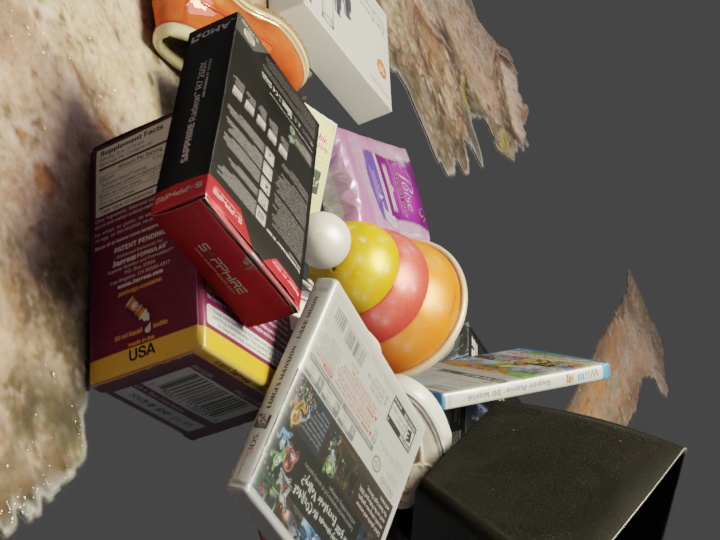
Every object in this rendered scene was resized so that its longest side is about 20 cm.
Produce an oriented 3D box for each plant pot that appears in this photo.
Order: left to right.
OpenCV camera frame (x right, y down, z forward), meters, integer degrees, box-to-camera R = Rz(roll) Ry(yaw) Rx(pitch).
[{"bbox_3d":[0.151,0.238,1.295,0.200,0.176,0.201,-41,147,-37],"label":"plant pot"}]

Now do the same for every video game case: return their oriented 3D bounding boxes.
[{"bbox_3d":[-0.019,0.139,1.097,0.201,0.023,0.183,60,43,-44],"label":"video game case"},{"bbox_3d":[0.119,0.103,1.402,0.198,0.143,0.018,-8,97,-31],"label":"video game case"}]

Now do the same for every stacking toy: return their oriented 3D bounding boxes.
[{"bbox_3d":[0.000,0.000,1.321,0.200,0.145,0.148,46,32,-51],"label":"stacking toy"}]

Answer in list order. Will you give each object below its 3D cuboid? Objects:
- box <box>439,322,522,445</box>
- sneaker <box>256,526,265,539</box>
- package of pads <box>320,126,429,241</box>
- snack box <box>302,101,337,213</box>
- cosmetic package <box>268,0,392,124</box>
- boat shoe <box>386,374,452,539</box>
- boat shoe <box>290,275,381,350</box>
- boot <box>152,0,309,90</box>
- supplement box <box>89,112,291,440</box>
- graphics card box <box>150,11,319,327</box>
[{"bbox_3d":[0.110,0.187,1.521,0.164,0.085,0.201,54,27,-34],"label":"box"},{"bbox_3d":[-0.012,0.165,1.221,0.074,0.086,0.201,61,33,-23],"label":"sneaker"},{"bbox_3d":[-0.003,-0.072,1.481,0.200,0.075,0.122,9,66,-66],"label":"package of pads"},{"bbox_3d":[-0.089,-0.105,1.297,0.200,0.037,0.118,27,73,-61],"label":"snack box"},{"bbox_3d":[-0.033,-0.281,1.617,0.200,0.051,0.152,45,36,-47],"label":"cosmetic package"},{"bbox_3d":[0.038,0.187,1.324,0.066,0.071,0.202,-48,147,-43],"label":"boat shoe"},{"bbox_3d":[-0.057,0.021,1.249,0.199,0.074,0.094,31,40,-42],"label":"boat shoe"},{"bbox_3d":[-0.119,-0.196,1.322,0.199,0.074,0.108,35,44,-44],"label":"boot"},{"bbox_3d":[-0.126,0.004,1.085,0.131,0.102,0.202,39,39,-51],"label":"supplement box"},{"bbox_3d":[-0.084,-0.075,1.044,0.126,0.050,0.202,51,30,-38],"label":"graphics card box"}]
